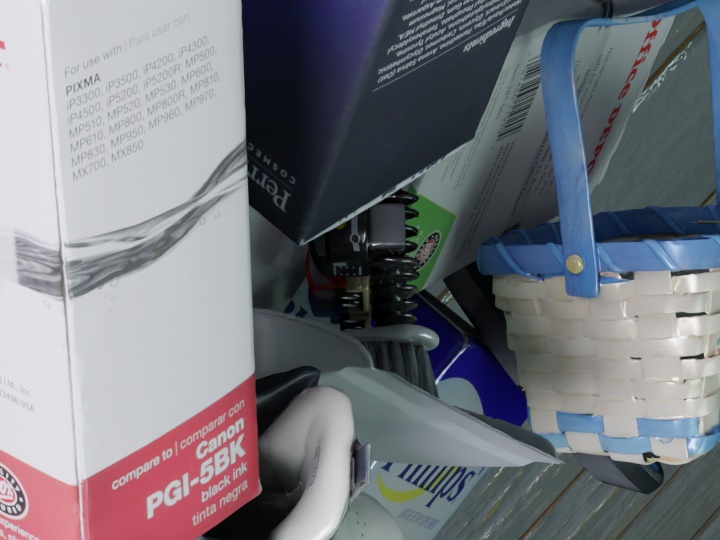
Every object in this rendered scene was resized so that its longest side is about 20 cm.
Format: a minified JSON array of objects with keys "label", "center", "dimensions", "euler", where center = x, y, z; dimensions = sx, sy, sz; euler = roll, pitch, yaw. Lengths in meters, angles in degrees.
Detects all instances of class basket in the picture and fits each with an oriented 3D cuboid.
[{"label":"basket","center":[0.139,-0.022,1.220],"dimensions":[0.176,0.138,0.201],"euler":[-19,101,-54]}]

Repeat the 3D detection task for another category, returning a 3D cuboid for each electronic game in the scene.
[{"label":"electronic game","center":[0.091,0.030,1.357],"dimensions":[0.042,0.200,0.200],"euler":[-37,162,6]}]

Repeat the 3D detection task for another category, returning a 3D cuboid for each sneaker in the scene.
[{"label":"sneaker","center":[-0.023,0.088,0.932],"dimensions":[0.129,0.080,0.199],"euler":[-22,153,38]}]

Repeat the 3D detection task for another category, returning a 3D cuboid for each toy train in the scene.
[{"label":"toy train","center":[0.000,0.000,1.039],"dimensions":[0.200,0.045,0.034],"euler":[84,5,-81]}]

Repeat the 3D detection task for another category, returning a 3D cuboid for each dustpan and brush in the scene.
[{"label":"dustpan and brush","center":[-0.029,0.039,1.086],"dimensions":[0.139,0.199,0.058],"euler":[29,63,-49]}]

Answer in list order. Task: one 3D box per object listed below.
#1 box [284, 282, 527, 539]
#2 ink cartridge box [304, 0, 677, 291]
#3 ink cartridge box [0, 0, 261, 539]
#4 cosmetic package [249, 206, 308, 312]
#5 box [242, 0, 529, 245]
[{"label":"box","center":[-0.020,0.096,1.359],"dimensions":[0.200,0.105,0.184],"euler":[-53,161,1]},{"label":"ink cartridge box","center":[0.051,-0.082,1.235],"dimensions":[0.200,0.084,0.147],"euler":[-27,147,-51]},{"label":"ink cartridge box","center":[-0.108,-0.024,0.800],"dimensions":[0.083,0.146,0.201],"euler":[-29,131,-40]},{"label":"cosmetic package","center":[-0.083,-0.033,1.027],"dimensions":[0.051,0.082,0.200],"euler":[-54,161,7]},{"label":"box","center":[-0.015,-0.136,0.900],"dimensions":[0.104,0.148,0.201],"euler":[-32,152,-43]}]
